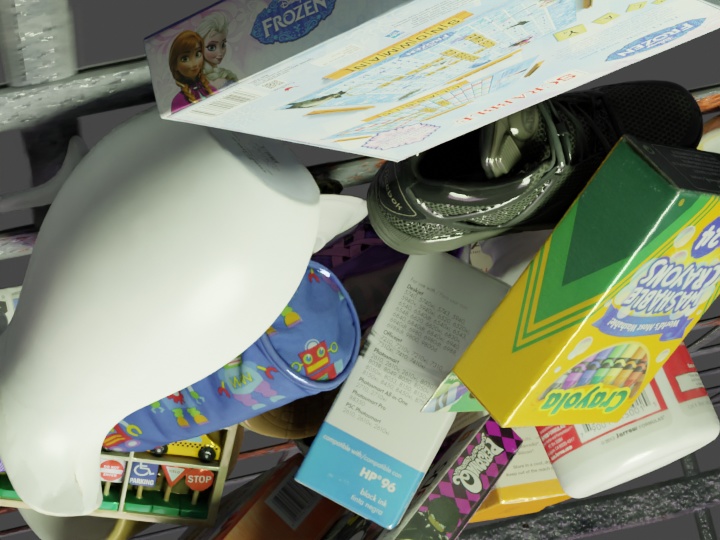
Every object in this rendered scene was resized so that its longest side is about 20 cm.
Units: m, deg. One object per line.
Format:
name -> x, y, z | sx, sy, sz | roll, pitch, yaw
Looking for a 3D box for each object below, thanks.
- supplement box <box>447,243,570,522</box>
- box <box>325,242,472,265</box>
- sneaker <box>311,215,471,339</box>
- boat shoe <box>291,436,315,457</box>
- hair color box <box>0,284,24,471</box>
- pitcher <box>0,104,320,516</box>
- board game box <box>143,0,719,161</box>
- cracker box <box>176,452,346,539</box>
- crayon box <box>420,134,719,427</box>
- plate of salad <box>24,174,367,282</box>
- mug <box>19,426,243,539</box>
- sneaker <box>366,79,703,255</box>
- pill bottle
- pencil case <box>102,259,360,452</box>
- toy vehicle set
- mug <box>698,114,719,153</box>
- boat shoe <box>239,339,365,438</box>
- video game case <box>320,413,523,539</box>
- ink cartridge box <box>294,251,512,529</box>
supplement box -> 0.102, 0.078, 1.448 | 0.073, 0.200, 0.126 | -7, 169, -13
box -> -0.042, 0.018, 1.395 | 0.200, 0.041, 0.156 | -7, 166, -27
sneaker -> 0.000, 0.000, 1.263 | 0.200, 0.089, 0.080 | 1, -154, -46
boat shoe -> -0.025, 0.092, 1.402 | 0.065, 0.074, 0.200 | 32, -175, -25
hair color box -> -0.268, 0.076, 1.229 | 0.200, 0.109, 0.065 | -10, 169, -21
pitcher -> -0.130, -0.005, 0.964 | 0.200, 0.172, 0.121 | -47, 171, 17
board game box -> 0.042, -0.109, 0.876 | 0.200, 0.041, 0.199 | -21, 167, 29
cracker box -> -0.103, 0.216, 1.427 | 0.134, 0.058, 0.200 | -47, -176, -30
crayon box -> 0.137, 0.022, 1.098 | 0.126, 0.052, 0.200 | 3, 129, -52
plate of salad -> -0.094, -0.023, 1.111 | 0.200, 0.048, 0.200 | -13, 171, -2
mug -> -0.158, 0.133, 1.488 | 0.186, 0.150, 0.153 | 23, -156, 37
sneaker -> 0.107, -0.069, 1.059 | 0.199, 0.076, 0.114 | -13, 166, -15
pill bottle -> 0.148, 0.039, 1.288 | 0.112, 0.200, 0.112 | -21, 168, -5
pencil case -> -0.094, 0.052, 1.172 | 0.200, 0.087, 0.078 | -21, -158, 41
toy vehicle set -> -0.187, 0.109, 1.344 | 0.200, 0.124, 0.027 | 7, -154, -11
mug -> 0.259, -0.031, 1.279 | 0.186, 0.150, 0.153 | -29, 155, 31
boat shoe -> -0.042, 0.062, 1.317 | 0.072, 0.072, 0.200 | 10, -162, 30
video game case -> 0.004, 0.191, 1.317 | 0.181, 0.036, 0.200 | -48, -173, -35
ink cartridge box -> 0.039, 0.053, 1.186 | 0.068, 0.200, 0.116 | 27, 177, 5
